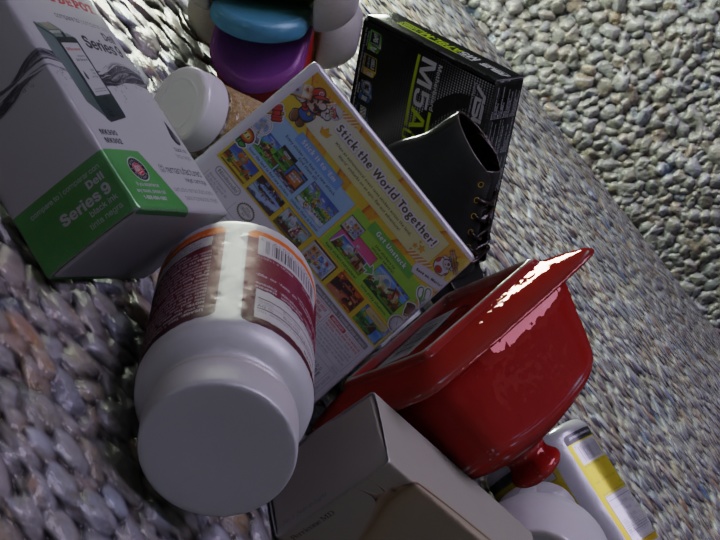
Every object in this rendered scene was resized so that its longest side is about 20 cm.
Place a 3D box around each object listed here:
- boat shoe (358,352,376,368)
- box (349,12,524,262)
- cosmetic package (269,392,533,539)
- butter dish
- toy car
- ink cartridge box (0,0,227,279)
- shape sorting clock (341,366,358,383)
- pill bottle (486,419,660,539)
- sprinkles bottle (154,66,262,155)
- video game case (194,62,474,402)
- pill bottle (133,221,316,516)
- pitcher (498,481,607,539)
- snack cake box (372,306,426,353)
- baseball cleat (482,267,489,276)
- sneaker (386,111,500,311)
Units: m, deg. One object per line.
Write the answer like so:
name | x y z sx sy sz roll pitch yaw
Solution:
boat shoe | 0.062 0.105 1.382 0.201 0.071 0.071 26 67 -62
box | 0.064 -0.132 1.586 0.047 0.201 0.193 -11 34 -38
cosmetic package | 0.035 0.187 1.125 0.200 0.103 0.073 42 21 -34
butter dish | 0.097 0.098 1.201 0.200 0.199 0.148 -39 97 -31
toy car | -0.093 -0.235 1.537 0.200 0.174 0.151 90 13 -74
ink cartridge box | -0.198 -0.098 1.070 0.201 0.084 0.146 57 16 10
shape sorting clock | -0.039 0.013 1.380 0.200 0.039 0.200 48 17 -20
pill bottle | 0.213 0.249 1.483 0.201 0.112 0.112 59 17 13
sprinkles bottle | -0.092 -0.114 1.390 0.199 0.068 0.069 22 35 -49
video game case | -0.039 -0.028 1.222 0.200 0.182 0.023 50 -15 -5
pill bottle | -0.085 0.060 1.018 0.114 0.114 0.200 48 18 -21
pitcher | 0.156 0.266 1.314 0.200 0.120 0.173 19 52 -81
snack cake box | 0.000 0.000 1.339 0.115 0.067 0.200 60 26 -2
baseball cleat | 0.107 0.060 1.493 0.200 0.069 0.107 101 -14 -66
sneaker | 0.090 -0.027 1.330 0.201 0.106 0.075 59 26 -7
